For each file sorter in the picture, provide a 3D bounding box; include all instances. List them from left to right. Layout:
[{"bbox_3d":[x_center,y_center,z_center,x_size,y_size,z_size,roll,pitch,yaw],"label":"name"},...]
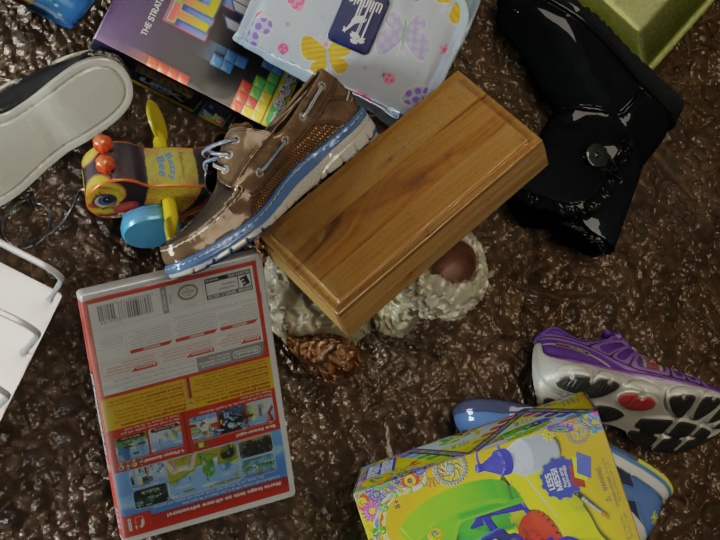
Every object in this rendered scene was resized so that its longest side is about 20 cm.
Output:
[{"bbox_3d":[-0.314,0.066,1.192,0.138,0.124,0.202,27,73,-10],"label":"file sorter"}]

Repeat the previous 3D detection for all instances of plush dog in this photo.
[{"bbox_3d":[0.000,0.000,1.311,0.170,0.161,0.201,-19,56,-5],"label":"plush dog"}]

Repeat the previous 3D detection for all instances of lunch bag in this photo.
[{"bbox_3d":[0.011,-0.230,1.288,0.168,0.127,0.202,26,73,-6],"label":"lunch bag"}]

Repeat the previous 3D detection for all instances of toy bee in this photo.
[{"bbox_3d":[-0.166,-0.061,1.249,0.199,0.109,0.131,-28,70,-18],"label":"toy bee"}]

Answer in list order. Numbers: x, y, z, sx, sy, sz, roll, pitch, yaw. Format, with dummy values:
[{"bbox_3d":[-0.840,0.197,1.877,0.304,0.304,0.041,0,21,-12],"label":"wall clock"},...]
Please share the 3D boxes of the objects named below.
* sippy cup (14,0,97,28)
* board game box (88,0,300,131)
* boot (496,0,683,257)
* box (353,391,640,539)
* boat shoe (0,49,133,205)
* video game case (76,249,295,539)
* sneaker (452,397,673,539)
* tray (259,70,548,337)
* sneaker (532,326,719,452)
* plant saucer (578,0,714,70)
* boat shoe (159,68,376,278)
[{"bbox_3d":[-0.249,-0.263,1.279,0.130,0.140,0.178,35,110,-18],"label":"sippy cup"},{"bbox_3d":[-0.108,-0.228,1.347,0.164,0.057,0.202,26,73,-12],"label":"board game box"},{"bbox_3d":[0.167,-0.126,1.398,0.199,0.076,0.169,37,68,-13],"label":"boot"},{"bbox_3d":[0.117,0.223,1.251,0.191,0.122,0.202,-19,92,4],"label":"box"},{"bbox_3d":[-0.267,-0.108,1.271,0.199,0.060,0.074,-34,113,-1],"label":"boat shoe"},{"bbox_3d":[-0.130,0.096,1.255,0.142,0.017,0.202,-13,108,-19],"label":"video game case"},{"bbox_3d":[0.159,0.168,1.342,0.199,0.074,0.083,28,75,-9],"label":"sneaker"},{"bbox_3d":[0.032,-0.053,1.222,0.200,0.037,0.099,-41,57,-10],"label":"tray"},{"bbox_3d":[0.232,0.089,1.378,0.198,0.081,0.084,19,42,-24],"label":"sneaker"},{"bbox_3d":[0.240,-0.309,1.435,0.199,0.048,0.200,42,100,-2],"label":"plant saucer"},{"bbox_3d":[-0.081,-0.074,1.222,0.200,0.072,0.073,-42,105,-24],"label":"boat shoe"}]
